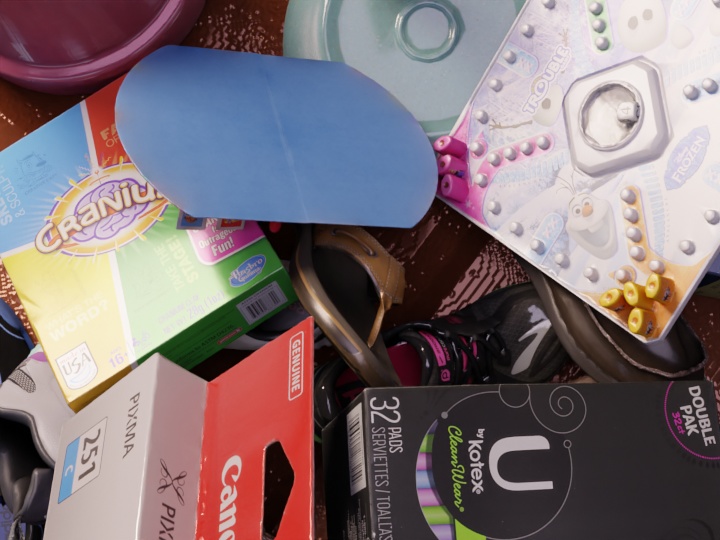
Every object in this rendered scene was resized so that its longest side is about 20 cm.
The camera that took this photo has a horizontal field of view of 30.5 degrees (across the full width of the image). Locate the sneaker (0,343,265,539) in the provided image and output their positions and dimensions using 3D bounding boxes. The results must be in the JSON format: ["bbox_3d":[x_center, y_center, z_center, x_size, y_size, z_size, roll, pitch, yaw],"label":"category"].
[{"bbox_3d":[-0.161,0.141,0.814,0.200,0.140,0.078,41,125,5],"label":"sneaker"}]

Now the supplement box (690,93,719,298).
[{"bbox_3d":[0.306,-0.071,0.815,0.198,0.134,0.202,11,86,4],"label":"supplement box"}]

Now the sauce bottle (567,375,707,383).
[{"bbox_3d":[0.127,0.106,0.847,0.198,0.065,0.065,-23,85,0],"label":"sauce bottle"}]

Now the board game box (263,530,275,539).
[{"bbox_3d":[-0.084,0.240,0.784,0.199,0.097,0.160,36,87,-31],"label":"board game box"}]

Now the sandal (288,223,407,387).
[{"bbox_3d":[0.000,0.000,0.802,0.054,0.201,0.082,-35,117,16],"label":"sandal"}]

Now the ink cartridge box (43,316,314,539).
[{"bbox_3d":[-0.098,0.130,0.674,0.176,0.201,0.045,-35,129,31],"label":"ink cartridge box"}]

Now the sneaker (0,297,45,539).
[{"bbox_3d":[-0.241,0.106,0.857,0.069,0.078,0.202,-17,86,3],"label":"sneaker"}]

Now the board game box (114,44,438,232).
[{"bbox_3d":[-0.053,-0.070,0.804,0.198,0.039,0.159,2,44,-21],"label":"board game box"}]

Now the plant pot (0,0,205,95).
[{"bbox_3d":[-0.203,-0.225,0.827,0.198,0.179,0.202,0,86,3],"label":"plant pot"}]

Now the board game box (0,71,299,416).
[{"bbox_3d":[-0.148,-0.023,0.833,0.152,0.040,0.201,-32,58,-3],"label":"board game box"}]

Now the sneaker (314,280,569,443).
[{"bbox_3d":[0.056,0.062,0.838,0.198,0.084,0.077,-24,85,-9],"label":"sneaker"}]

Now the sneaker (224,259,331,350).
[{"bbox_3d":[-0.103,0.016,0.857,0.198,0.080,0.075,-1,88,4],"label":"sneaker"}]

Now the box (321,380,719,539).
[{"bbox_3d":[0.089,0.144,0.723,0.198,0.124,0.150,0,74,-13],"label":"box"}]

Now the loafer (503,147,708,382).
[{"bbox_3d":[0.147,-0.004,0.817,0.073,0.072,0.201,-20,63,-35],"label":"loafer"}]

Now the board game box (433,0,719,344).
[{"bbox_3d":[0.148,-0.092,0.783,0.200,0.026,0.201,38,103,35],"label":"board game box"}]

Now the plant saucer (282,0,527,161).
[{"bbox_3d":[0.045,-0.157,0.883,0.198,0.036,0.202,0,86,2],"label":"plant saucer"}]
